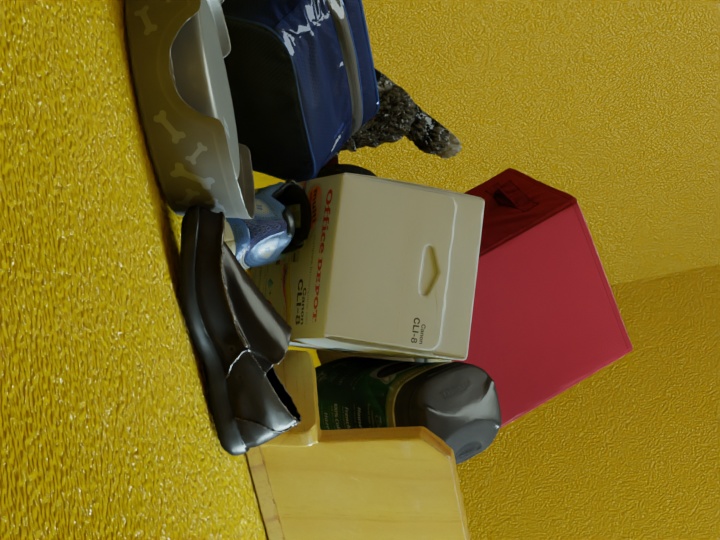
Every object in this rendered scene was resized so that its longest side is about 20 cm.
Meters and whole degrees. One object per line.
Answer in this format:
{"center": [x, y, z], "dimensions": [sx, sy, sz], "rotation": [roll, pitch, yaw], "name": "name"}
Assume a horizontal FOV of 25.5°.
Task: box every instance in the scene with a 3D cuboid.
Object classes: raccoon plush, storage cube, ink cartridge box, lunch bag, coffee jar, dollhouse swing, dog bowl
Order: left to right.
{"center": [-0.125, -0.132, 1.167], "dimensions": [0.200, 0.058, 0.203], "rotation": [-11, 90, -88], "name": "dog bowl"}
{"center": [-0.069, -0.199, 1.434], "dimensions": [0.132, 0.135, 0.202], "rotation": [-48, 143, -35], "name": "lunch bag"}
{"center": [-0.003, 0.177, 1.402], "dimensions": [0.182, 0.173, 0.202], "rotation": [-98, 175, -61], "name": "dollhouse swing"}
{"center": [0.000, 0.000, 1.427], "dimensions": [0.199, 0.143, 0.147], "rotation": [174, -77, -65], "name": "ink cartridge box"}
{"center": [0.004, -0.127, 1.616], "dimensions": [0.199, 0.135, 0.097], "rotation": [34, 1, -20], "name": "raccoon plush"}
{"center": [0.032, 0.128, 1.443], "dimensions": [0.199, 0.104, 0.086], "rotation": [-1, -76, 53], "name": "coffee jar"}
{"center": [0.136, 0.026, 1.594], "dimensions": [0.202, 0.178, 0.171], "rotation": [65, -11, -21], "name": "storage cube"}

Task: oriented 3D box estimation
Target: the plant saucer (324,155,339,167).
{"center": [-0.092, -0.193, 1.733], "dimensions": [0.200, 0.036, 0.202], "rotation": [34, -43, 52], "name": "plant saucer"}

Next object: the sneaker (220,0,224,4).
{"center": [-0.151, -0.263, 1.198], "dimensions": [0.201, 0.077, 0.087], "rotation": [74, 22, -46], "name": "sneaker"}

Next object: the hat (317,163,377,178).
{"center": [-0.029, -0.061, 1.660], "dimensions": [0.201, 0.198, 0.082], "rotation": [76, -2, -62], "name": "hat"}

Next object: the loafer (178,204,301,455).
{"center": [-0.086, 0.039, 1.159], "dimensions": [0.073, 0.070, 0.202], "rotation": [-98, 177, -59], "name": "loafer"}

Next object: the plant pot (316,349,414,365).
{"center": [0.013, 0.110, 1.684], "dimensions": [0.201, 0.092, 0.203], "rotation": [156, -90, -89], "name": "plant pot"}

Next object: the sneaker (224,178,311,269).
{"center": [-0.084, -0.035, 1.367], "dimensions": [0.200, 0.088, 0.080], "rotation": [-121, -160, -82], "name": "sneaker"}
